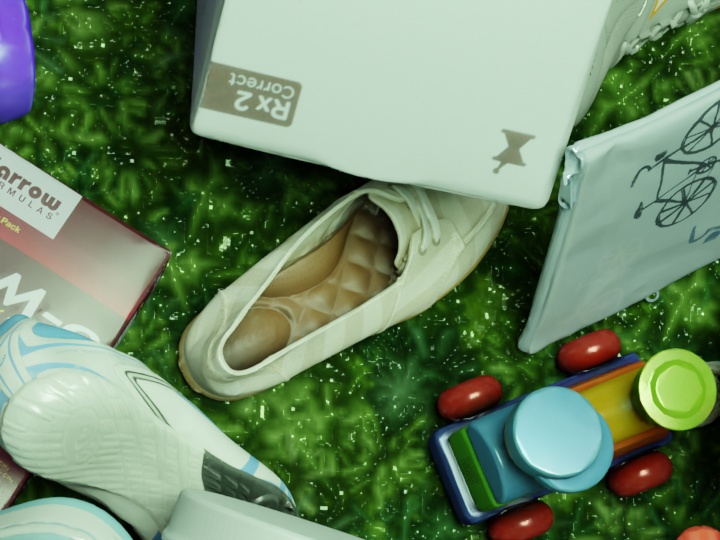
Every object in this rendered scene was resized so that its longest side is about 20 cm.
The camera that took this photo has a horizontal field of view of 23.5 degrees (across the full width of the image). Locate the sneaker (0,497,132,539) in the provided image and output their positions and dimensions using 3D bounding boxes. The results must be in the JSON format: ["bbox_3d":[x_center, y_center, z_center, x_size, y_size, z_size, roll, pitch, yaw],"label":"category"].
[{"bbox_3d":[-0.190,0.168,0.686,0.200,0.131,0.080,-25,111,21],"label":"sneaker"}]

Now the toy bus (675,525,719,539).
[{"bbox_3d":[0.159,0.219,0.816,0.200,0.136,0.192,-4,64,-11],"label":"toy bus"}]

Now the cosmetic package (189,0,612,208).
[{"bbox_3d":[0.018,-0.155,0.801,0.165,0.200,0.165,11,116,-11],"label":"cosmetic package"}]

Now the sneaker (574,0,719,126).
[{"bbox_3d":[0.159,-0.151,0.929,0.092,0.076,0.200,30,73,-9],"label":"sneaker"}]

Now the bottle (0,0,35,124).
[{"bbox_3d":[-0.256,-0.094,0.811,0.200,0.084,0.065,-8,81,-14],"label":"bottle"}]

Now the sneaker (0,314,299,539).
[{"bbox_3d":[-0.093,0.082,0.778,0.072,0.200,0.073,-37,43,8],"label":"sneaker"}]

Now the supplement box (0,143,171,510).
[{"bbox_3d":[-0.186,0.050,0.804,0.109,0.061,0.200,32,71,-5],"label":"supplement box"}]

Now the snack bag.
[{"bbox_3d":[0.165,-0.043,0.846,0.200,0.189,0.021,-26,64,-17],"label":"snack bag"}]

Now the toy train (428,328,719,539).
[{"bbox_3d":[0.142,0.063,0.848,0.200,0.116,0.085,-20,82,-17],"label":"toy train"}]

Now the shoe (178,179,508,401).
[{"bbox_3d":[0.000,0.000,0.863,0.200,0.053,0.070,-35,87,-18],"label":"shoe"}]

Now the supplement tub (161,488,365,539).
[{"bbox_3d":[-0.045,0.203,0.707,0.132,0.132,0.200,19,84,-8],"label":"supplement tub"}]
